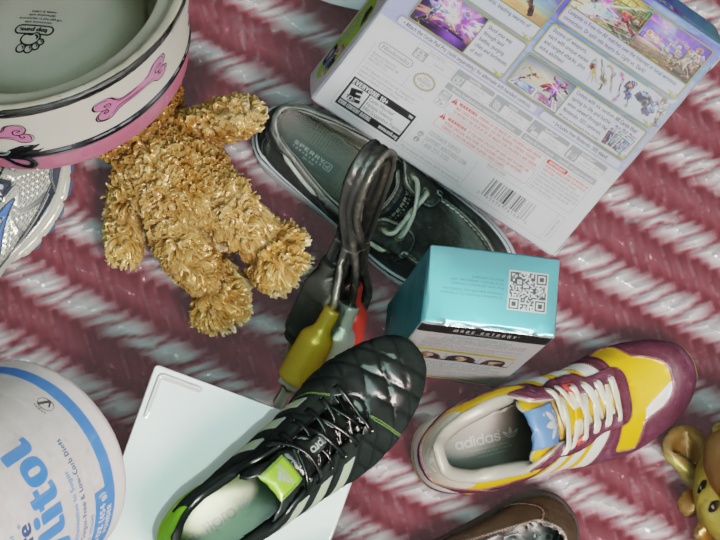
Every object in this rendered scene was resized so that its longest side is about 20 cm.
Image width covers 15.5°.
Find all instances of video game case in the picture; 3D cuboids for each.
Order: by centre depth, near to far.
[{"bbox_3d":[0.099,-0.133,1.685,0.200,0.046,0.181,32,113,-18],"label":"video game case"}]

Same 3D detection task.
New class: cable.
[{"bbox_3d":[0.000,0.000,1.669,0.050,0.097,0.200,38,127,17],"label":"cable"}]

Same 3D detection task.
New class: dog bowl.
[{"bbox_3d":[-0.196,-0.147,1.657,0.199,0.074,0.201,-7,48,8],"label":"dog bowl"}]

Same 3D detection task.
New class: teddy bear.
[{"bbox_3d":[-0.115,-0.053,1.693,0.145,0.067,0.201,-17,95,29],"label":"teddy bear"}]

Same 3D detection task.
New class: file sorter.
[{"bbox_3d":[-0.101,0.178,1.665,0.138,0.125,0.201,20,85,-5],"label":"file sorter"}]

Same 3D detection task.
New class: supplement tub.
[{"bbox_3d":[-0.235,0.143,1.493,0.131,0.200,0.132,11,114,24],"label":"supplement tub"}]

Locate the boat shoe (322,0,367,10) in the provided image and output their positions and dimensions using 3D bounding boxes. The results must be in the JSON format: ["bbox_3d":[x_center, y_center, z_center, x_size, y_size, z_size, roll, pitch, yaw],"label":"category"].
[{"bbox_3d":[0.072,-0.207,1.726,0.201,0.075,0.086,10,108,1],"label":"boat shoe"}]

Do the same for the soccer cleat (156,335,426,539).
[{"bbox_3d":[-0.036,0.114,1.572,0.200,0.081,0.068,-40,93,-7],"label":"soccer cleat"}]

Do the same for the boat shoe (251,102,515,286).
[{"bbox_3d":[0.015,-0.041,1.716,0.200,0.071,0.072,30,84,-3],"label":"boat shoe"}]

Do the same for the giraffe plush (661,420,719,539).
[{"bbox_3d":[0.283,0.122,1.703,0.162,0.173,0.201,-19,122,-2],"label":"giraffe plush"}]

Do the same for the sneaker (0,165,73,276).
[{"bbox_3d":[-0.249,-0.030,1.671,0.077,0.085,0.201,21,83,22],"label":"sneaker"}]

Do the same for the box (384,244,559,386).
[{"bbox_3d":[0.066,0.031,1.650,0.082,0.200,0.049,7,78,-6],"label":"box"}]

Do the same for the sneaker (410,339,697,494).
[{"bbox_3d":[0.131,0.098,1.710,0.199,0.090,0.075,-22,89,-6],"label":"sneaker"}]

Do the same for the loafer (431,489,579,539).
[{"bbox_3d":[0.054,0.206,1.704,0.200,0.071,0.073,-36,91,-4],"label":"loafer"}]
